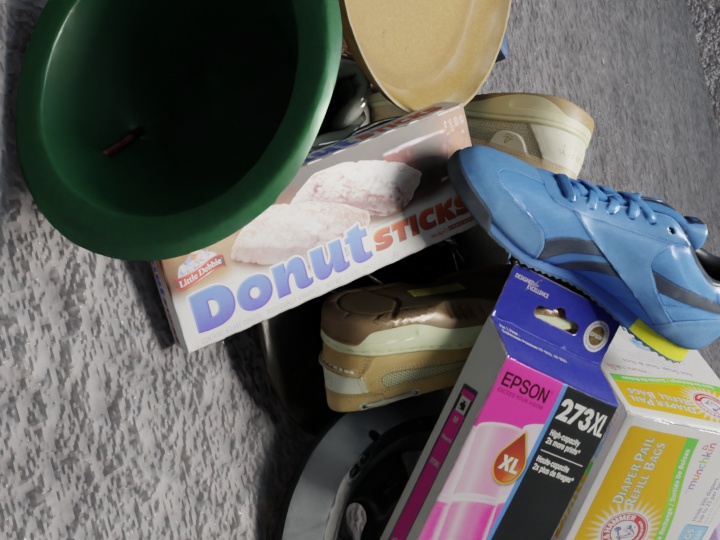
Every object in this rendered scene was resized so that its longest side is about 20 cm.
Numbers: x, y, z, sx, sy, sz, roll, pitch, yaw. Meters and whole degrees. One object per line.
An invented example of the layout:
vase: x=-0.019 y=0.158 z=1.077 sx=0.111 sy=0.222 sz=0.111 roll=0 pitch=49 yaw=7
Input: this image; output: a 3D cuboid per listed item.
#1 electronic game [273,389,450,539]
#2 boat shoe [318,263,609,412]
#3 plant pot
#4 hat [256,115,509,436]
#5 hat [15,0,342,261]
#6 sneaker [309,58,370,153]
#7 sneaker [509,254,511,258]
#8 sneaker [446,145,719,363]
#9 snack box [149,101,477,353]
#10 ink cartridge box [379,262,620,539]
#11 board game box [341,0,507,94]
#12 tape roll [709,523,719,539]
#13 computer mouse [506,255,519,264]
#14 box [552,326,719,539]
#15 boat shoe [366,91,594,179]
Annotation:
electronic game: x=0.032 y=0.171 z=0.745 sx=0.197 sy=0.041 sz=0.204 roll=4 pitch=84 yaw=-36
boat shoe: x=0.065 y=0.045 z=0.737 sx=0.072 sy=0.197 sz=0.078 roll=-139 pitch=-132 yaw=-60
plant pot: x=0.034 y=-0.192 z=0.730 sx=0.199 sy=0.027 sz=0.204 roll=-12 pitch=105 yaw=-55
hat: x=0.000 y=0.000 z=0.767 sx=0.198 sy=0.081 sz=0.204 roll=-12 pitch=112 yaw=-33
hat: x=-0.061 y=-0.077 z=0.637 sx=0.176 sy=0.163 sz=0.204 roll=45 pitch=54 yaw=-65
sneaker: x=-0.025 y=-0.091 z=0.756 sx=0.079 sy=0.099 sz=0.200 roll=59 pitch=26 yaw=-3
sneaker: x=0.138 y=-0.049 z=1.094 sx=0.200 sy=0.076 sz=0.113 roll=-46 pitch=121 yaw=-70
sneaker: x=0.140 y=-0.026 z=0.699 sx=0.198 sy=0.079 sz=0.066 roll=32 pitch=32 yaw=-19
snack box: x=-0.021 y=-0.028 z=0.682 sx=0.198 sy=0.024 sz=0.073 roll=-24 pitch=111 yaw=-24
ink cartridge box: x=0.083 y=0.106 z=0.700 sx=0.094 sy=0.037 sz=0.203 roll=23 pitch=92 yaw=-32
board game box: x=-0.001 y=-0.190 z=0.822 sx=0.200 sy=0.134 sz=0.035 roll=43 pitch=39 yaw=-49
tape roll: x=0.174 y=0.224 z=0.908 sx=0.066 sy=0.197 sz=0.202 roll=51 pitch=35 yaw=-41
computer mouse: x=0.074 y=-0.078 z=0.924 sx=0.201 sy=0.138 sz=0.047 roll=-69 pitch=174 yaw=-51
box: x=0.165 y=0.091 z=0.833 sx=0.201 sy=0.100 sz=0.114 roll=-111 pitch=-143 yaw=-60
boat shoe: x=0.061 y=-0.078 z=0.826 sx=0.072 sy=0.198 sz=0.066 roll=26 pitch=76 yaw=-47
